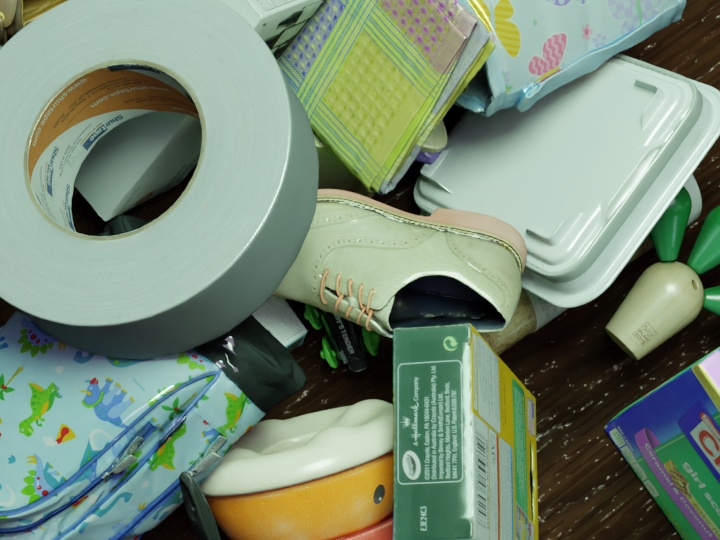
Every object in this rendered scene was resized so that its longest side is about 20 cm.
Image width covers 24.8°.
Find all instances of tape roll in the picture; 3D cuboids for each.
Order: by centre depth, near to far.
[{"bbox_3d":[-0.126,-0.055,0.910,0.199,0.066,0.202,-4,69,12],"label":"tape roll"}]

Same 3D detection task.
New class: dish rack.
[{"bbox_3d":[0.123,-0.079,1.064,0.172,0.200,0.044,-53,128,-4],"label":"dish rack"}]

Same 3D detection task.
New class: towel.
[{"bbox_3d":[-0.013,-0.158,1.023,0.023,0.144,0.200,-20,61,-45],"label":"towel"}]

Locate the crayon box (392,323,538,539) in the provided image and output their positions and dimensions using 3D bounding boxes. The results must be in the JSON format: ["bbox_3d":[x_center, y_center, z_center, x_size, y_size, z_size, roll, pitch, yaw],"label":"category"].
[{"bbox_3d":[0.068,0.119,1.017,0.051,0.200,0.127,-5,72,16],"label":"crayon box"}]

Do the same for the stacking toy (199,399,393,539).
[{"bbox_3d":[-0.015,0.192,1.022,0.145,0.146,0.201,-16,95,-13],"label":"stacking toy"}]

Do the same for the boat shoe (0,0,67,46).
[{"bbox_3d":[-0.251,-0.183,1.106,0.200,0.072,0.068,-33,79,-19],"label":"boat shoe"}]

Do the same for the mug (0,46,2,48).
[{"bbox_3d":[-0.259,-0.060,1.017,0.114,0.152,0.186,16,46,-4],"label":"mug"}]

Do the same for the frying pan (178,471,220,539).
[{"bbox_3d":[-0.080,0.193,0.984,0.031,0.115,0.191,-31,105,-29],"label":"frying pan"}]

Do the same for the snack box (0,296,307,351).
[{"bbox_3d":[-0.148,0.052,1.070,0.199,0.037,0.116,-34,82,-16],"label":"snack box"}]

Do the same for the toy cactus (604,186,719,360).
[{"bbox_3d":[0.234,-0.005,1.077,0.165,0.102,0.200,-46,117,-2],"label":"toy cactus"}]

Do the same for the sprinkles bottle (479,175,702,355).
[{"bbox_3d":[0.138,-0.011,1.116,0.199,0.068,0.068,-34,81,-16],"label":"sprinkles bottle"}]

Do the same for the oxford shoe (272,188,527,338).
[{"bbox_3d":[0.000,0.000,0.991,0.199,0.071,0.074,1,39,7],"label":"oxford shoe"}]

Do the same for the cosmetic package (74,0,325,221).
[{"bbox_3d":[-0.105,-0.118,1.037,0.051,0.200,0.082,50,38,8],"label":"cosmetic package"}]

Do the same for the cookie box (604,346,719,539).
[{"bbox_3d":[0.254,0.129,1.023,0.075,0.200,0.172,-32,80,-16],"label":"cookie box"}]

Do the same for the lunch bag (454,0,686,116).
[{"bbox_3d":[0.089,-0.203,1.057,0.169,0.127,0.200,-32,73,-21],"label":"lunch bag"}]

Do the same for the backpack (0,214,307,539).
[{"bbox_3d":[-0.160,0.084,0.966,0.163,0.154,0.200,43,100,25],"label":"backpack"}]

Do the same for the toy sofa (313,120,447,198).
[{"bbox_3d":[0.004,-0.156,1.131,0.097,0.083,0.201,5,73,-13],"label":"toy sofa"}]

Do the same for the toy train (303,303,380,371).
[{"bbox_3d":[-0.033,-0.028,1.059,0.041,0.056,0.201,-17,110,12],"label":"toy train"}]
